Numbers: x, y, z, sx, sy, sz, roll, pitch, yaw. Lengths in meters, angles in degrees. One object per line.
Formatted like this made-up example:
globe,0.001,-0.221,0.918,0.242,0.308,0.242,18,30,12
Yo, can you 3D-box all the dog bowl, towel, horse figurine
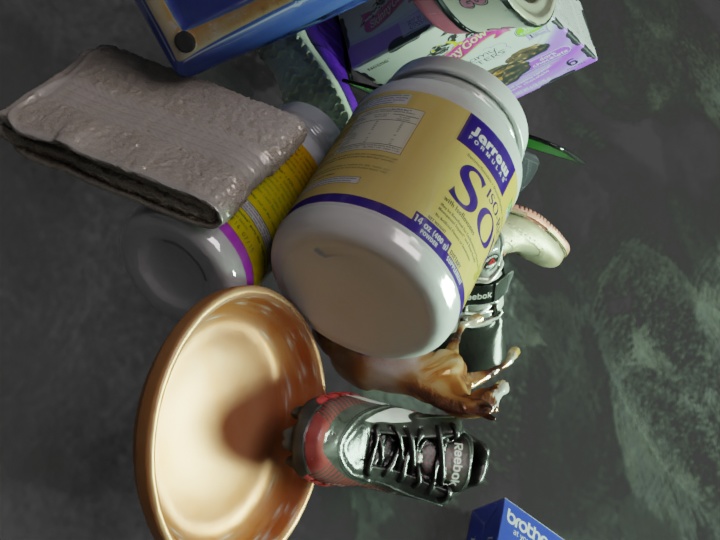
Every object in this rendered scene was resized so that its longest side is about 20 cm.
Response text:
dog bowl,0.075,-0.268,0.860,0.200,0.073,0.201,35,48,-50
towel,-0.151,-0.104,0.835,0.199,0.035,0.133,21,44,17
horse figurine,0.037,0.065,0.921,0.199,0.050,0.133,18,32,22

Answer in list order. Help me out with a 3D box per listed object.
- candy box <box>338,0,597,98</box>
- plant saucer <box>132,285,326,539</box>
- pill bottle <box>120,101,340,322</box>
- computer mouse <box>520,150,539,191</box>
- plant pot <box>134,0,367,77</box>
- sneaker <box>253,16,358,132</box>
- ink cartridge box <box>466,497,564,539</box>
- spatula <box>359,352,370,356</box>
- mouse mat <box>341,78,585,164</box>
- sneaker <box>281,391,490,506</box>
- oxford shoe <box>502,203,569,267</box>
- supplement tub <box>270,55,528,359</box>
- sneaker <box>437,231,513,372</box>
candy box,0.101,-0.219,1.061,0.200,0.167,0.072,17,55,-57
plant saucer,-0.092,0.110,0.796,0.200,0.037,0.202,-7,98,-58
pill bottle,-0.089,-0.052,0.888,0.104,0.104,0.200,49,46,-10
computer mouse,0.107,-0.103,1.087,0.200,0.138,0.053,4,104,-67
plant pot,-0.081,-0.265,0.850,0.201,0.199,0.180,63,23,-17
sneaker,-0.033,-0.185,1.034,0.099,0.069,0.201,-25,86,-49
ink cartridge box,0.171,0.287,0.979,0.200,0.044,0.094,37,46,-20
spatula,0.000,0.000,0.940,0.056,0.021,0.200,-17,44,-7
mouse mat,0.094,-0.128,0.998,0.199,0.008,0.161,21,7,16
sneaker,0.028,0.135,0.863,0.200,0.097,0.071,20,78,-50
oxford shoe,0.114,-0.033,1.095,0.199,0.071,0.074,22,75,-26
supplement tub,0.036,-0.051,0.858,0.145,0.145,0.201,42,53,-16
sneaker,0.093,0.003,1.002,0.074,0.088,0.201,-20,102,-19
